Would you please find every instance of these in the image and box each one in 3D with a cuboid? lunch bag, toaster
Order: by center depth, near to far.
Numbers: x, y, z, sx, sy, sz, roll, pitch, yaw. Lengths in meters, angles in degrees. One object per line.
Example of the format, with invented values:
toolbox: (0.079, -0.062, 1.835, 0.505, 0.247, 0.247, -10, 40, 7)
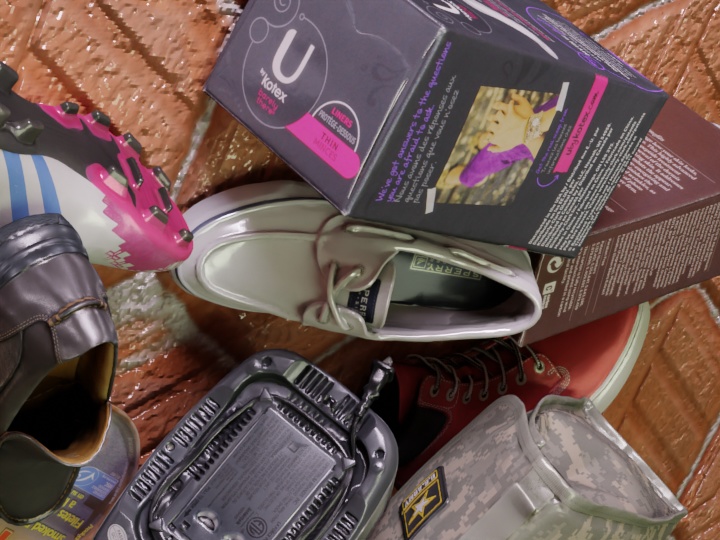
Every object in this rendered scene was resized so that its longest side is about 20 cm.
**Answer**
toaster: (-0.054, 0.129, 1.208, 0.200, 0.113, 0.129, -51, 170, -11)
lunch bag: (0.076, 0.158, 1.269, 0.164, 0.118, 0.200, -46, 163, 13)

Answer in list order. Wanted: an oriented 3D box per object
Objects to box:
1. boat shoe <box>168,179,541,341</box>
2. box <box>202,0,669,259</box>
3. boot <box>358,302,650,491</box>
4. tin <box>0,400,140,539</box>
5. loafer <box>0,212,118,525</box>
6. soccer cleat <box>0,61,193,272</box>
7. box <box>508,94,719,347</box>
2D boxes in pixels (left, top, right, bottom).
boat shoe: (0.000, 0.000, 1.154, 0.199, 0.065, 0.074, 0, 119, -16)
box: (0.041, -0.088, 1.126, 0.199, 0.122, 0.106, 10, 115, -50)
boot: (0.082, 0.057, 1.349, 0.200, 0.072, 0.144, -47, 143, 1)
tin: (-0.189, 0.089, 1.112, 0.112, 0.042, 0.200, -53, 144, -3)
loafer: (-0.148, 0.065, 1.026, 0.073, 0.072, 0.201, -24, 149, -23)
soccer cleat: (-0.156, -0.038, 1.021, 0.086, 0.070, 0.200, -36, 146, 14)
box: (0.138, -0.033, 1.301, 0.199, 0.100, 0.075, -18, 134, -35)
